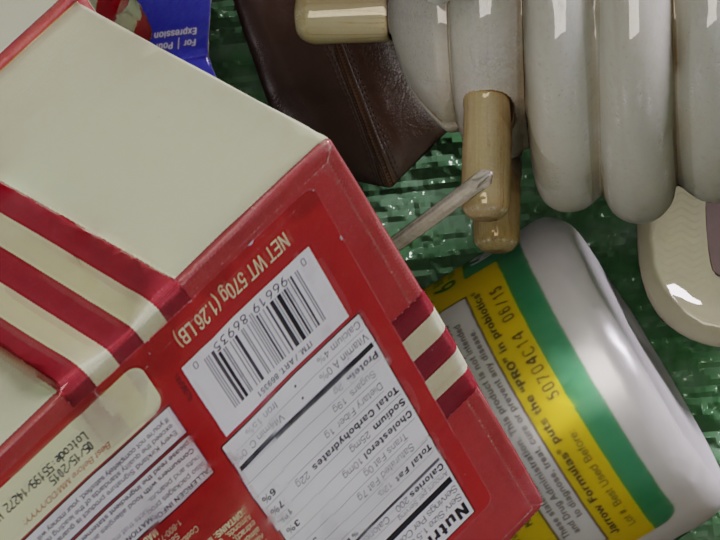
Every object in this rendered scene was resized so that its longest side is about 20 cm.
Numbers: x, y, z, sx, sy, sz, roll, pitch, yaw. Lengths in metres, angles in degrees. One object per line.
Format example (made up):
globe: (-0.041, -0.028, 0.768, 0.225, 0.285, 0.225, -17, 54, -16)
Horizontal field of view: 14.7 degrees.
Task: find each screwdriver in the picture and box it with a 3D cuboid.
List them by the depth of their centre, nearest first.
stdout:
screwdriver: (0.000, 0.000, 0.864, 0.029, 0.200, 0.028, -41, 92, -20)

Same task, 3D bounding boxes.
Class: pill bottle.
pill bottle: (0.009, 0.079, 0.912, 0.199, 0.113, 0.113, -32, 83, 8)

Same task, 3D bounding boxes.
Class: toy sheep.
toy sheep: (0.078, -0.075, 0.844, 0.199, 0.138, 0.139, 1, 88, 3)

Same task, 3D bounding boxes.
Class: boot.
boot: (0.013, -0.137, 0.910, 0.186, 0.064, 0.201, -24, 86, 46)

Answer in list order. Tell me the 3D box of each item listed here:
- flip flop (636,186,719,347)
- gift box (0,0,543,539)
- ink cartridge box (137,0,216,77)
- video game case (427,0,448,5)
flip flop: (0.119, -0.076, 0.924, 0.081, 0.058, 0.201, 0, 81, 10)
gift box: (-0.084, 0.022, 0.793, 0.184, 0.201, 0.186, -40, 39, -18)
ink cartridge box: (-0.113, -0.127, 0.930, 0.094, 0.037, 0.201, -11, 64, -24)
video game case: (0.034, -0.204, 0.816, 0.181, 0.023, 0.200, -36, 72, -5)
